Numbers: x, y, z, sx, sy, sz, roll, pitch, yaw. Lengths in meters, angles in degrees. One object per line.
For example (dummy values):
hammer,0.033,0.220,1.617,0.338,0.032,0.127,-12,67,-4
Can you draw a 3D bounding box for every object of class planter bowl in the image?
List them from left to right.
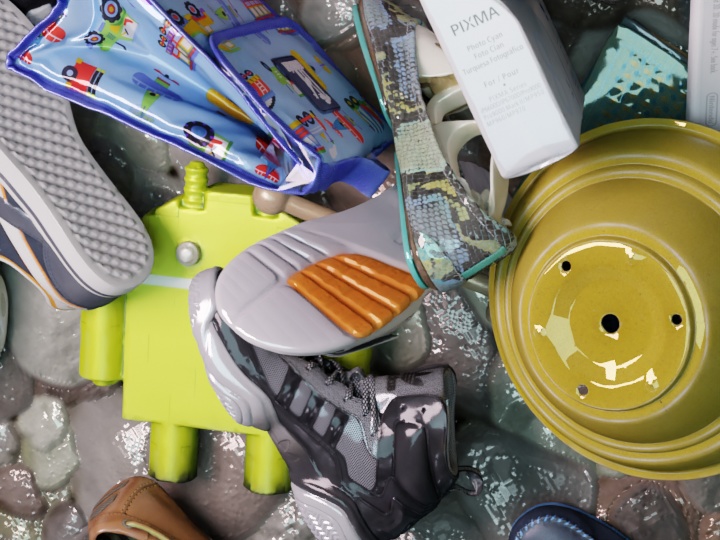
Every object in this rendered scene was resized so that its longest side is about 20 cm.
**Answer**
planter bowl,0.145,0.022,1.223,0.199,0.083,0.202,4,100,26

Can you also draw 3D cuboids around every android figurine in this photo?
android figurine,-0.080,0.034,1.382,0.181,0.041,0.201,8,105,9

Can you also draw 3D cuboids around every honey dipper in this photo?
honey dipper,0.030,-0.008,1.335,0.199,0.038,0.038,22,106,-4

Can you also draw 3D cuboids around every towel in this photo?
towel,0.196,-0.033,1.323,0.199,0.022,0.147,33,107,1

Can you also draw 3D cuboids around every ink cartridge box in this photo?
ink cartridge box,0.060,-0.159,1.219,0.047,0.160,0.201,-22,100,12

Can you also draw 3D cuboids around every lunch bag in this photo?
lunch bag,-0.072,-0.100,1.284,0.200,0.151,0.094,35,106,7

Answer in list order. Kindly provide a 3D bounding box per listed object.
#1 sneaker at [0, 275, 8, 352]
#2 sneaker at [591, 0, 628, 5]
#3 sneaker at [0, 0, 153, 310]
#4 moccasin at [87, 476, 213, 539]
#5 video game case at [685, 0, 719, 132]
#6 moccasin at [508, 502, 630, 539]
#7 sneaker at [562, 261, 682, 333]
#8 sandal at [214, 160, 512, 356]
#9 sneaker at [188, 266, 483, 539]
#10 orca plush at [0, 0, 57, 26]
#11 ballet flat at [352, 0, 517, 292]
sneaker,-0.251,-0.022,1.371,0.077,0.099,0.201,2,102,11
sneaker,0.088,-0.218,1.204,0.078,0.075,0.200,-46,61,20
sneaker,-0.202,-0.064,1.338,0.079,0.078,0.201,-29,90,47
moccasin,-0.086,0.212,1.394,0.073,0.078,0.202,-34,106,19
video game case,0.264,-0.136,1.210,0.181,0.024,0.201,-4,140,2
moccasin,0.165,0.220,1.358,0.200,0.068,0.080,45,106,-1
sneaker,0.184,0.019,1.294,0.199,0.078,0.071,19,108,22
sandal,0.006,0.006,1.284,0.079,0.206,0.059,48,141,20
sneaker,-0.009,0.066,1.319,0.113,0.076,0.201,-28,105,16
orca plush,-0.162,-0.218,1.325,0.200,0.071,0.105,-41,92,16
ballet flat,0.046,-0.080,1.278,0.074,0.074,0.201,-21,59,15
